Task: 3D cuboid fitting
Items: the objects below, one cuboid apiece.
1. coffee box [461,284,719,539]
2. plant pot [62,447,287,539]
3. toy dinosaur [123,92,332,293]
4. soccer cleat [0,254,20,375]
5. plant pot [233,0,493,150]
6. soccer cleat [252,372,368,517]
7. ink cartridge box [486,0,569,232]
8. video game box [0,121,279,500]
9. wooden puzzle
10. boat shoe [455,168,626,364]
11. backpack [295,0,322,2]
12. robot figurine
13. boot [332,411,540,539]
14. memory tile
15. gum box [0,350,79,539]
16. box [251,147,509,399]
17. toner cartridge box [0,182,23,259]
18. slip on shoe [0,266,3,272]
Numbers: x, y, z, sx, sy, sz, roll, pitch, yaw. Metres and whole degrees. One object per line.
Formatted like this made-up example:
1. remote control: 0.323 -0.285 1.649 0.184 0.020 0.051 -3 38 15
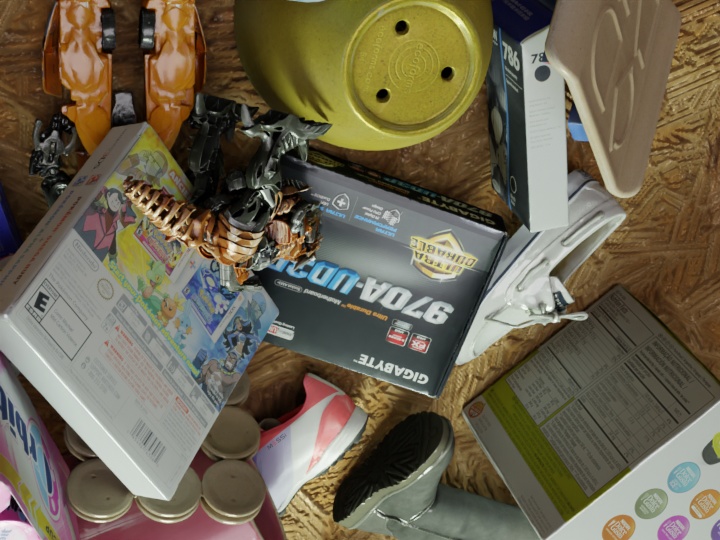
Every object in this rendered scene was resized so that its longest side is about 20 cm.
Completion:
1. coffee box: 0.249 0.176 1.089 0.198 0.200 0.200 -40 120 5
2. plant pot: -0.162 0.224 0.985 0.178 0.200 0.201 -25 120 2
3. toy dinosaur: -0.083 -0.049 0.855 0.102 0.200 0.136 15 96 12
4. soccer cleat: -0.286 0.080 0.898 0.068 0.085 0.200 28 106 -26
5. plant pot: 0.017 -0.167 0.883 0.199 0.142 0.201 -7 118 -13
6. soccer cleat: -0.082 0.177 1.078 0.073 0.068 0.200 43 103 -5
7. ink cartridge box: 0.130 -0.140 0.955 0.039 0.100 0.201 -10 117 -9
8. video game box: -0.156 0.029 0.859 0.183 0.047 0.200 -59 134 -33
9. wooden puzzle: 0.184 -0.179 0.909 0.200 0.046 0.186 45 57 -54
10. boat shoe: 0.157 0.017 1.040 0.202 0.086 0.075 -50 157 6
11. backpack: -0.073 -0.255 0.778 0.199 0.154 0.164 28 85 -11
12. robot figurine: -0.173 -0.124 0.897 0.144 0.058 0.201 -2 115 -15
13. boot: 0.097 0.217 1.122 0.199 0.073 0.182 27 136 -19
14. memory tile: -0.156 0.108 0.943 0.152 0.201 0.017 2 138 -19
15. gum box: -0.248 0.144 0.817 0.066 0.114 0.200 -15 142 -5
16. box: 0.000 0.000 0.989 0.199 0.046 0.160 19 110 -8
17. toner cartridge box: -0.306 -0.009 0.922 0.094 0.043 0.201 -16 119 -7
18. slip on shoe: -0.319 0.012 0.845 0.199 0.061 0.074 19 122 18
